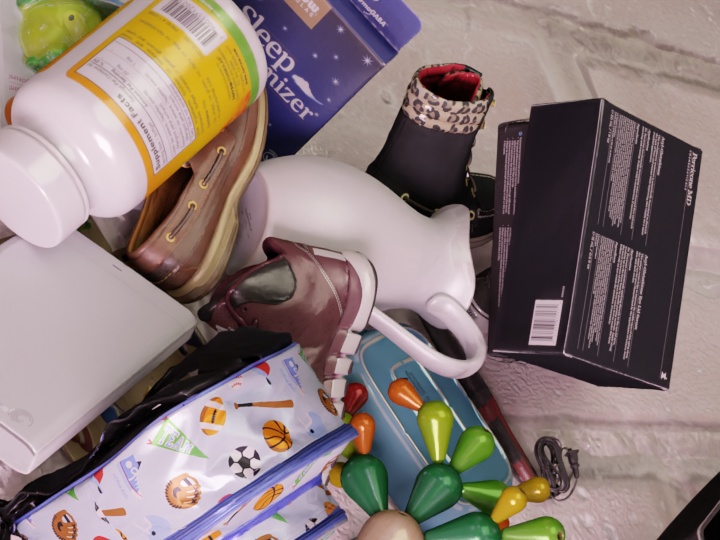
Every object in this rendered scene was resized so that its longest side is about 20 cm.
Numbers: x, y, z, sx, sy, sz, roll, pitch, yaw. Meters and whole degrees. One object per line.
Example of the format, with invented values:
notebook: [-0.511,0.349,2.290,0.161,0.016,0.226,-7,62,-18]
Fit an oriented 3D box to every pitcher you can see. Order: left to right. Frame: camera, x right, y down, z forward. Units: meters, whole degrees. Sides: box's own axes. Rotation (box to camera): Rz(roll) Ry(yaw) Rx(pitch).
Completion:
pitcher: [0.000,0.000,1.331,0.200,0.121,0.172,14,39,-32]

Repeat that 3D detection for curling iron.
curling iron: [0.108,0.105,1.434,0.050,0.026,0.200,-38,83,-15]

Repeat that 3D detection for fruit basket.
fruit basket: [-0.192,-0.147,1.302,0.185,0.094,0.200,13,59,-48]

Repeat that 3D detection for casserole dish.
casserole dish: [0.048,0.119,1.358,0.121,0.039,0.200,-23,75,-51]

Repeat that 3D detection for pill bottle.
pill bottle: [-0.166,-0.107,1.202,0.111,0.111,0.200,47,59,-3]

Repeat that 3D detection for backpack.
backpack: [-0.097,0.131,1.078,0.154,0.191,0.200,48,39,4]

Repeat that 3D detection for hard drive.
hard drive: [-0.208,0.041,1.135,0.132,0.026,0.200,35,32,8]

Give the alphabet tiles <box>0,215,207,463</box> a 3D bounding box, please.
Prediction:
alphabet tiles: [-0.193,0.043,1.212,0.200,0.006,0.167,-21,75,-51]

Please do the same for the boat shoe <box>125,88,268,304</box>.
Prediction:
boat shoe: [-0.120,-0.077,1.288,0.068,0.072,0.200,31,58,-33]

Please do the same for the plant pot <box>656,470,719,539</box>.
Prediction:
plant pot: [0.295,0.272,1.356,0.200,0.177,0.199,50,38,3]

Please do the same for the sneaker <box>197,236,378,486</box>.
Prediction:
sneaker: [-0.067,0.070,1.221,0.115,0.076,0.200,19,78,-24]

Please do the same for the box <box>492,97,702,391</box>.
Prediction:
box: [0.188,-0.018,1.379,0.141,0.079,0.200,19,77,-41]

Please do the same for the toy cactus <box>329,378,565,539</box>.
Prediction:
toy cactus: [0.038,0.170,1.241,0.200,0.102,0.165,33,53,15]

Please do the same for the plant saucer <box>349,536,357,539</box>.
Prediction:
plant saucer: [0.052,0.271,1.242,0.200,0.027,0.200,26,43,-27]

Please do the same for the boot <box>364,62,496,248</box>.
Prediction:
boot: [0.083,-0.095,1.472,0.203,0.154,0.073,-7,45,-45]

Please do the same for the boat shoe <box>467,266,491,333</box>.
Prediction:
boat shoe: [0.167,0.008,1.546,0.200,0.064,0.071,-17,71,-50]

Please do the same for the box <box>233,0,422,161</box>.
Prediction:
box: [-0.055,-0.170,1.369,0.121,0.200,0.032,46,38,-3]

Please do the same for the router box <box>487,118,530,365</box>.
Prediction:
router box: [0.179,-0.019,1.469,0.150,0.062,0.200,5,86,-47]
